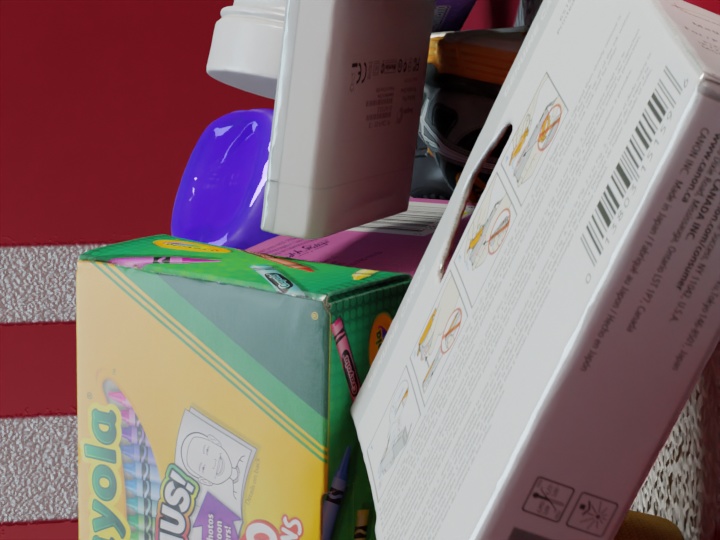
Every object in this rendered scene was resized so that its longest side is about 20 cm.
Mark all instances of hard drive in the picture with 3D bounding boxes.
[{"bbox_3d":[0.003,-0.118,0.968,0.132,0.027,0.201,-20,-61,-71],"label":"hard drive"}]

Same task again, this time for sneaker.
[{"bbox_3d":[0.053,-0.067,1.083,0.200,0.078,0.077,-133,37,-81],"label":"sneaker"}]

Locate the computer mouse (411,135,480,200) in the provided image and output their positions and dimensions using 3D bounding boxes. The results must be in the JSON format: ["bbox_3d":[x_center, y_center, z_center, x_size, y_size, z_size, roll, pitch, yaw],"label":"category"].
[{"bbox_3d":[0.013,-0.056,1.229,0.200,0.034,0.059,4,76,53],"label":"computer mouse"}]

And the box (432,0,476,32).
[{"bbox_3d":[0.026,-0.207,1.147,0.137,0.039,0.201,119,150,-81],"label":"box"}]

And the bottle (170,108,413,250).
[{"bbox_3d":[0.000,0.000,1.171,0.065,0.200,0.084,-1,64,44],"label":"bottle"}]

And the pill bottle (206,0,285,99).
[{"bbox_3d":[-0.010,-0.186,1.276,0.113,0.113,0.201,157,126,-85],"label":"pill bottle"}]

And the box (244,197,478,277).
[{"bbox_3d":[0.013,0.083,1.048,0.176,0.096,0.201,-26,-63,-63],"label":"box"}]

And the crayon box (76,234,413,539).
[{"bbox_3d":[-0.044,0.094,0.935,0.058,0.119,0.201,-15,-70,-52],"label":"crayon box"}]

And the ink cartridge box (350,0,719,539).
[{"bbox_3d":[0.060,0.007,0.774,0.174,0.043,0.200,-102,35,-67],"label":"ink cartridge box"}]

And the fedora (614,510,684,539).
[{"bbox_3d":[0.072,0.137,0.877,0.201,0.082,0.201,-179,90,-80],"label":"fedora"}]
